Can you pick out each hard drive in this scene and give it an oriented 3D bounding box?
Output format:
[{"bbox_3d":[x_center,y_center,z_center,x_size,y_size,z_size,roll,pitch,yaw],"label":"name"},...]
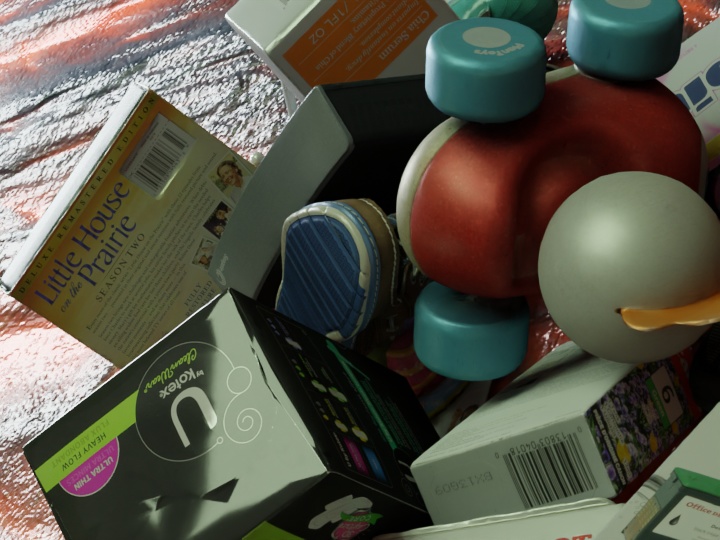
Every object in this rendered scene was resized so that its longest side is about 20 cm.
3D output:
[{"bbox_3d":[0.001,-0.041,1.577,0.200,0.134,0.042,-56,48,53],"label":"hard drive"}]

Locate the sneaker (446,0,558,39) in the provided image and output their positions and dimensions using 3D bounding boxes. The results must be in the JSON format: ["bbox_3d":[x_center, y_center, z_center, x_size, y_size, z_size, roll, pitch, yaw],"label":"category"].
[{"bbox_3d":[0.048,-0.109,1.767,0.200,0.071,0.080,-37,34,25],"label":"sneaker"}]

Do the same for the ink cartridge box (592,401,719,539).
[{"bbox_3d":[0.175,0.158,1.250,0.146,0.085,0.200,24,55,34],"label":"ink cartridge box"}]

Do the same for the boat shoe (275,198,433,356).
[{"bbox_3d":[0.000,0.000,1.533,0.072,0.072,0.200,-26,-11,-16],"label":"boat shoe"}]

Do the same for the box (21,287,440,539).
[{"bbox_3d":[-0.048,0.120,1.466,0.148,0.200,0.125,-38,60,14],"label":"box"}]

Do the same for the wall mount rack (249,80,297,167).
[{"bbox_3d":[-0.071,-0.045,1.779,0.174,0.074,0.201,-50,24,39],"label":"wall mount rack"}]

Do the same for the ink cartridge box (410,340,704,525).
[{"bbox_3d":[0.120,0.076,1.478,0.109,0.051,0.200,-20,7,32],"label":"ink cartridge box"}]

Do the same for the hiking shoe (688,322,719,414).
[{"bbox_3d":[0.220,-0.019,1.453,0.076,0.101,0.200,16,65,53],"label":"hiking shoe"}]

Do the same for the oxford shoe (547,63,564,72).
[{"bbox_3d":[0.122,-0.097,1.621,0.071,0.073,0.200,-44,7,15],"label":"oxford shoe"}]

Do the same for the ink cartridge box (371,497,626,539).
[{"bbox_3d":[0.068,0.221,1.348,0.146,0.083,0.201,-11,44,20],"label":"ink cartridge box"}]

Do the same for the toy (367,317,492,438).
[{"bbox_3d":[0.023,0.061,1.624,0.115,0.047,0.201,-15,44,36],"label":"toy"}]

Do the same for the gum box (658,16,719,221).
[{"bbox_3d":[0.261,-0.115,1.544,0.200,0.066,0.114,-37,34,11],"label":"gum box"}]

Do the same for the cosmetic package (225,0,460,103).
[{"bbox_3d":[0.024,-0.110,1.669,0.101,0.200,0.071,-45,34,-1],"label":"cosmetic package"}]

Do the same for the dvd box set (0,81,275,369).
[{"bbox_3d":[-0.096,0.003,1.658,0.147,0.200,0.029,-57,28,-3],"label":"dvd box set"}]

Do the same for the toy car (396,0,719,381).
[{"bbox_3d":[0.137,-0.017,1.412,0.176,0.185,0.200,-17,35,-31],"label":"toy car"}]
